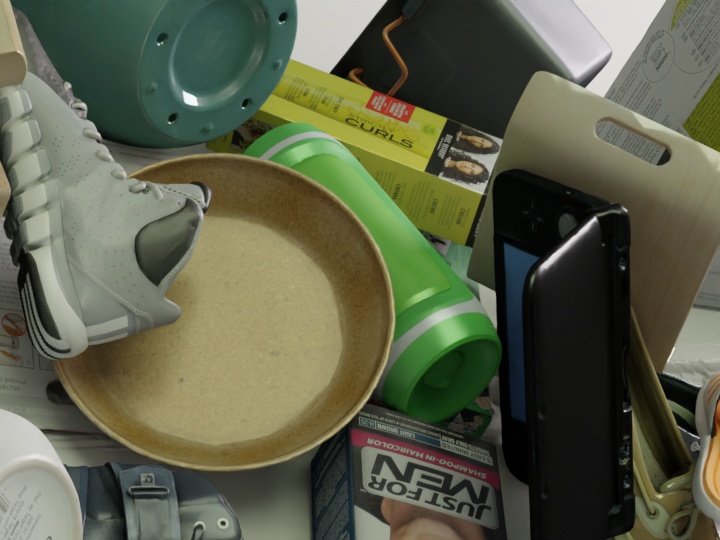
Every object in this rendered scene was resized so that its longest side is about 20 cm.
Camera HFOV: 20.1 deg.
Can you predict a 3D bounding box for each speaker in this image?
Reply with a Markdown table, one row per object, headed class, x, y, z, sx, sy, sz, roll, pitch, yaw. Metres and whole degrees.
| class | x | y | z | sx | sy | sz | roll | pitch | yaw |
| --- | --- | --- | --- | --- | --- | --- | --- | --- | --- |
| speaker | 0.000 | 0.000 | 1.232 | 0.088 | 0.089 | 0.200 | -7 | 45 | -41 |

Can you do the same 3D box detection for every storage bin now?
| class | x | y | z | sx | sy | sz | roll | pitch | yaw |
| --- | --- | --- | --- | --- | --- | --- | --- | --- | --- |
| storage bin | 0.072 | -0.136 | 1.427 | 0.134 | 0.200 | 0.145 | 45 | 36 | 6 |

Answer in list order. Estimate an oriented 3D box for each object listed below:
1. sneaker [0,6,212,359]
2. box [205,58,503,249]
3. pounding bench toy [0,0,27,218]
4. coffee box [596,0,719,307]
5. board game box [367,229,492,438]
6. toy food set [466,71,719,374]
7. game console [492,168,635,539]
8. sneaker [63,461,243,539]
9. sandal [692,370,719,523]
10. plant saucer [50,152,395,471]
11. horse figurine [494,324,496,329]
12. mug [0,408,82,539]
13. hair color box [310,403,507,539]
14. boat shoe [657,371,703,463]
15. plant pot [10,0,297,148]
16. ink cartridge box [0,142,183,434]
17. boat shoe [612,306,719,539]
| class | x | y | z | sx | sy | sz | roll | pitch | yaw |
| --- | --- | --- | --- | --- | --- | --- | --- | --- | --- |
| sneaker | -0.144 | -0.055 | 1.130 | 0.115 | 0.075 | 0.202 | -10 | 80 | -19 |
| box | 0.002 | -0.083 | 1.362 | 0.199 | 0.050 | 0.075 | 21 | 39 | 5 |
| pounding bench toy | -0.278 | -0.069 | 1.065 | 0.155 | 0.201 | 0.125 | 4 | 42 | -34 |
| coffee box | 0.326 | -0.104 | 1.555 | 0.198 | 0.201 | 0.198 | 8 | 40 | -29 |
| board game box | 0.015 | 0.017 | 1.325 | 0.134 | 0.029 | 0.201 | 18 | 36 | -15 |
| toy food set | 0.151 | -0.028 | 1.260 | 0.143 | 0.201 | 0.061 | 27 | 56 | 11 |
| game console | 0.093 | 0.063 | 1.156 | 0.116 | 0.202 | 0.176 | -14 | 22 | -28 |
| sneaker | -0.122 | 0.167 | 0.992 | 0.145 | 0.077 | 0.203 | 11 | 38 | -21 |
| sandal | 0.247 | 0.099 | 1.230 | 0.079 | 0.060 | 0.207 | 26 | 21 | 2 |
| plant saucer | -0.080 | 0.028 | 1.154 | 0.198 | 0.036 | 0.202 | 3 | 61 | -5 |
| horse figurine | 0.156 | 0.023 | 1.405 | 0.132 | 0.050 | 0.200 | 28 | 33 | 6 |
| mug | -0.205 | 0.130 | 0.886 | 0.152 | 0.188 | 0.149 | 5 | 11 | 29 |
| hair color box | 0.029 | 0.170 | 1.115 | 0.099 | 0.061 | 0.201 | 18 | 37 | -17 |
| boat shoe | 0.234 | 0.109 | 1.342 | 0.199 | 0.062 | 0.073 | 17 | 35 | -19 |
| plant pot | -0.134 | -0.168 | 1.266 | 0.200 | 0.202 | 0.161 | -11 | 37 | -44 |
| ink cartridge box | -0.168 | 0.014 | 1.196 | 0.160 | 0.050 | 0.201 | 8 | 58 | -29 |
| boat shoe | 0.179 | 0.112 | 1.247 | 0.073 | 0.063 | 0.202 | -15 | 77 | -54 |
